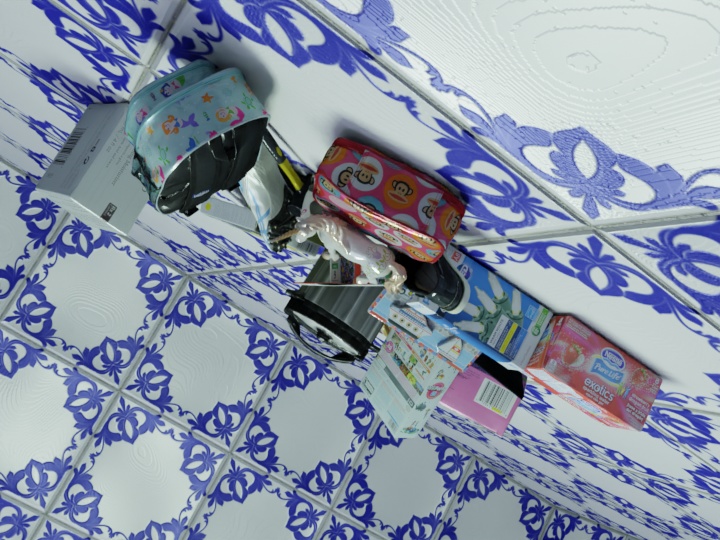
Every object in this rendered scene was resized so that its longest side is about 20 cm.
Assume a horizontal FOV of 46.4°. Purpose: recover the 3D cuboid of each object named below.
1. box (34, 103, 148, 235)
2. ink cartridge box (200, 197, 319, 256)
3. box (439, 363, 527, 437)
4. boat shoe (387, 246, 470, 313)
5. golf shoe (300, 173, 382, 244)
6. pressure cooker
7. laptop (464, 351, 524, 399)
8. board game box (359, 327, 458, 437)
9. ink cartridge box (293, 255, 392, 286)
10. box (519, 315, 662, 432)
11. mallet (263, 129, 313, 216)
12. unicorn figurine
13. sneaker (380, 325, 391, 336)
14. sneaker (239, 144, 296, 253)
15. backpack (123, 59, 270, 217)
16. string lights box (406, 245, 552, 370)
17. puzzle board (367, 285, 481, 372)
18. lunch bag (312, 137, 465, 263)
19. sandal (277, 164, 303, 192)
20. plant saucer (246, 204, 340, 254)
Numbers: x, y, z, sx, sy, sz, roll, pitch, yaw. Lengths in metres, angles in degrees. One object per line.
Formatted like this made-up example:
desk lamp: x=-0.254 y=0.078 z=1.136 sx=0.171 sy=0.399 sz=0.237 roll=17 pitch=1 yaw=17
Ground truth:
box: x=-0.467 y=-0.189 z=1.551 sx=0.130 sy=0.201 sz=0.199 roll=38 pitch=164 yaw=-37
ink cartridge box: x=-0.207 y=-0.091 z=1.613 sx=0.198 sy=0.048 sz=0.197 roll=17 pitch=178 yaw=35
box: x=0.225 y=0.212 z=1.630 sx=0.174 sy=0.098 sz=0.200 roll=28 pitch=-169 yaw=10
boat shoe: x=0.080 y=-0.009 z=1.208 sx=0.066 sy=0.075 sz=0.200 roll=19 pitch=-156 yaw=-36
golf shoe: x=-0.023 y=-0.067 z=1.296 sx=0.077 sy=0.089 sz=0.200 roll=13 pitch=161 yaw=46
pressure cooker: x=-0.037 y=0.065 z=1.560 sx=0.175 sy=0.201 sz=0.179 roll=21 pitch=165 yaw=42
laptop: x=0.198 y=0.131 z=1.525 sx=0.177 sy=0.104 sz=0.199 roll=38 pitch=164 yaw=-32
board game box: x=0.095 y=0.181 z=1.538 sx=0.064 sy=0.201 sz=0.148 roll=10 pitch=-151 yaw=-39
ink cartridge box: x=0.000 y=0.000 z=1.372 sx=0.198 sy=0.051 sz=0.109 roll=1 pitch=179 yaw=-24
box: x=0.352 y=0.159 z=1.304 sx=0.199 sy=0.096 sz=0.100 roll=33 pitch=167 yaw=-14
mallet: x=-0.107 y=-0.165 z=1.240 sx=0.041 sy=0.066 sz=0.201 roll=13 pitch=145 yaw=35
unicorn figurine: x=-0.021 y=-0.032 z=1.165 sx=0.198 sy=0.075 sz=0.137 roll=16 pitch=168 yaw=-4
sneaker: x=0.027 y=0.066 z=1.754 sx=0.090 sy=0.075 sz=0.201 roll=32 pitch=163 yaw=29
sneaker: x=-0.151 y=-0.121 z=1.297 sx=0.072 sy=0.072 sz=0.202 roll=18 pitch=133 yaw=41
backpack: x=-0.210 y=-0.177 z=1.081 sx=0.152 sy=0.177 sz=0.200 roll=59 pitch=158 yaw=-1
string lights box: x=0.181 y=0.057 z=1.279 sx=0.199 sy=0.104 sz=0.059 roll=32 pitch=169 yaw=-12
puzzle board: x=0.133 y=0.063 z=1.342 sx=0.199 sy=0.151 sz=0.017 roll=33 pitch=-159 yaw=-14
lunch bag: x=0.032 y=-0.084 z=1.116 sx=0.198 sy=0.083 sz=0.176 roll=29 pitch=168 yaw=1
sandal: x=-0.087 y=-0.109 z=1.359 sx=0.199 sy=0.048 sz=0.075 roll=35 pitch=167 yaw=-20
plant saucer: x=-0.100 y=-0.080 z=1.445 sx=0.198 sy=0.031 sz=0.200 roll=25 pitch=-176 yaw=-2
